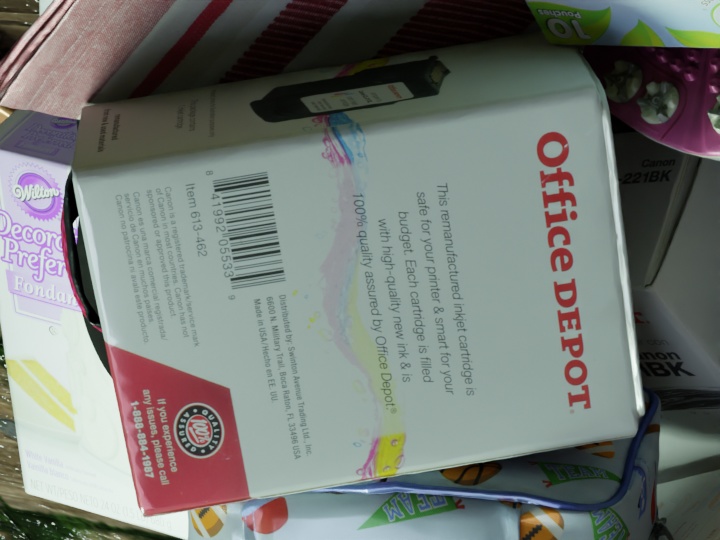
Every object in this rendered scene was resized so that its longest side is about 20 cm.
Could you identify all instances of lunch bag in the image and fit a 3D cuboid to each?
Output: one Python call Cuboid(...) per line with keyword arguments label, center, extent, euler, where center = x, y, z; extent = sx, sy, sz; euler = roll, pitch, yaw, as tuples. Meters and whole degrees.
Cuboid(label="lunch bag", center=(0.033, 0.092, 1.022), extent=(0.198, 0.160, 0.076), euler=(4, 109, 13))

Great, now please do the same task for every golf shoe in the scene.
Cuboid(label="golf shoe", center=(0.177, -0.061, 0.918), extent=(0.199, 0.076, 0.091), euler=(14, 169, 37))

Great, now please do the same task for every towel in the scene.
Cuboid(label="towel", center=(-0.025, -0.092, 0.950), extent=(0.199, 0.023, 0.144), euler=(10, 148, -31))

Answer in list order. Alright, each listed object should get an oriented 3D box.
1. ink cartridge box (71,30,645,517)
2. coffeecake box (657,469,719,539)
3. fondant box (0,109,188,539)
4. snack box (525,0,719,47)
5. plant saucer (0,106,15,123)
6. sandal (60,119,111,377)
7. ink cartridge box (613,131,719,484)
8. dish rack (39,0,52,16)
Cuboid(label="ink cartridge box", center=(0.000, 0.000, 0.944), extent=(0.198, 0.083, 0.147), euler=(-9, 112, 0))
Cuboid(label="coffeecake box", center=(0.105, 0.169, 1.072), extent=(0.073, 0.154, 0.200), euler=(52, 148, -10))
Cuboid(label="fondant box", center=(-0.095, 0.027, 1.139), extent=(0.143, 0.058, 0.201), euler=(13, 125, 23))
Cuboid(label="snack box", center=(0.133, -0.138, 0.835), extent=(0.199, 0.053, 0.142), euler=(5, 148, 34))
Cuboid(label="plant saucer", center=(-0.204, -0.060, 1.272), extent=(0.199, 0.038, 0.201), euler=(19, 152, 10))
Cuboid(label="sandal", center=(-0.100, -0.017, 1.044), extent=(0.075, 0.045, 0.201), euler=(11, 123, 23))
Cuboid(label="ink cartridge box", center=(0.130, 0.032, 1.105), extent=(0.143, 0.084, 0.200), euler=(-2, 143, 41))
Cuboid(label="dish rack", center=(-0.060, -0.087, 1.098), extent=(0.170, 0.044, 0.200), euler=(23, 153, 5))
